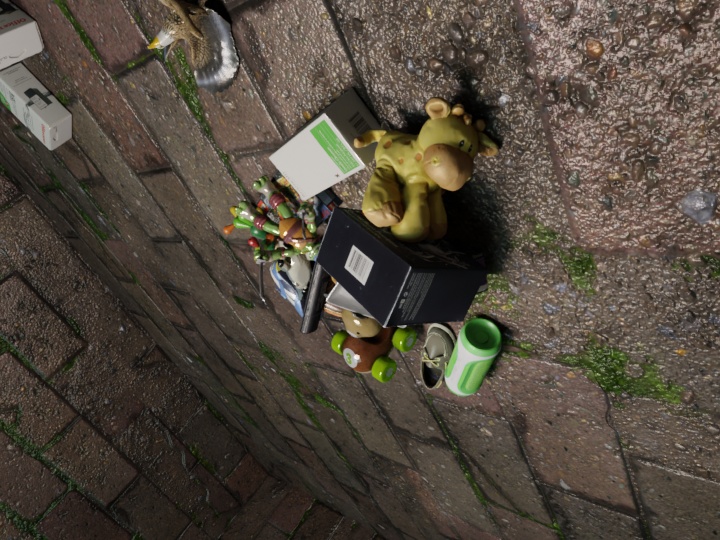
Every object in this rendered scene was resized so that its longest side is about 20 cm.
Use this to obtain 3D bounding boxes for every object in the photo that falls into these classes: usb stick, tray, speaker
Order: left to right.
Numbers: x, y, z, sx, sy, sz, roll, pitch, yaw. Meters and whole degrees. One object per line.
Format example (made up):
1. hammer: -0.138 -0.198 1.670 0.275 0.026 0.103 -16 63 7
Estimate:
1. usb stick: -0.101 0.057 1.185 0.033 0.055 0.201 29 118 27
2. tray: 0.037 0.045 1.021 0.199 0.022 0.108 21 116 -30
3. speaker: 0.225 0.180 1.049 0.088 0.089 0.201 29 147 18

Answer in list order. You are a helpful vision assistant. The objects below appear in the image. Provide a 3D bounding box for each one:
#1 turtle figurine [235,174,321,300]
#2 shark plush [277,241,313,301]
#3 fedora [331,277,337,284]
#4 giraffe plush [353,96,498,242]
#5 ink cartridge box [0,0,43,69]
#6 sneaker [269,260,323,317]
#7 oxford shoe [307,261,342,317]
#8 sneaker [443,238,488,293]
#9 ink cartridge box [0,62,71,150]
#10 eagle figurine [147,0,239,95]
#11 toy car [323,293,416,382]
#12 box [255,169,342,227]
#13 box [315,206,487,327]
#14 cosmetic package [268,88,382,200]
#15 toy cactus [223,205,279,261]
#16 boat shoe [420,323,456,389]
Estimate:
1. turtle figurine: -0.159 -0.086 0.996 0.194 0.200 0.144 42 134 14
2. shark plush: -0.139 -0.010 1.178 0.083 0.091 0.200 44 164 39
3. fedora: 0.000 0.000 1.074 0.200 0.082 0.201 29 146 21
4. giraffe plush: 0.104 -0.155 0.740 0.162 0.172 0.201 -21 79 45
5. ink cartridge box: -0.916 -0.605 1.269 0.200 0.146 0.083 37 146 6
6. sneaker: -0.164 0.051 1.331 0.082 0.074 0.201 -6 118 52
7. oxford shoe: -0.091 0.032 1.229 0.200 0.071 0.073 40 144 3
8. sneaker: 0.143 -0.018 0.932 0.199 0.075 0.088 8 112 47
9. ink cartridge box: -0.957 -0.479 1.526 0.200 0.083 0.146 48 148 -9
10. eagle figurine: -0.295 -0.412 0.881 0.200 0.150 0.153 94 170 -86
11. toy car: -0.002 0.121 1.115 0.164 0.158 0.200 27 165 39
12. box: -0.135 -0.142 1.091 0.137 0.038 0.200 45 148 -6
13. box: 0.062 -0.009 0.832 0.200 0.181 0.105 41 118 41
14. cosmetic package: -0.057 -0.208 0.882 0.108 0.085 0.200 48 147 -16
15. toy cactus: -0.225 -0.072 1.186 0.165 0.102 0.200 44 -179 -37
16. boat shoe: 0.169 0.196 1.153 0.072 0.060 0.202 25 145 25
